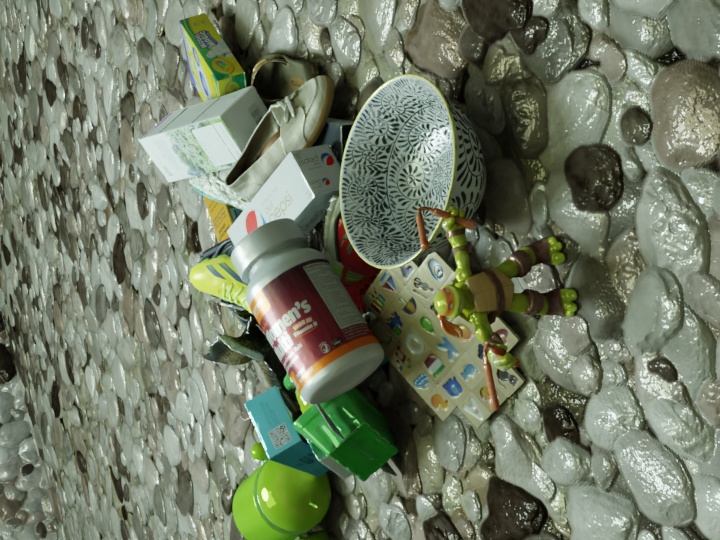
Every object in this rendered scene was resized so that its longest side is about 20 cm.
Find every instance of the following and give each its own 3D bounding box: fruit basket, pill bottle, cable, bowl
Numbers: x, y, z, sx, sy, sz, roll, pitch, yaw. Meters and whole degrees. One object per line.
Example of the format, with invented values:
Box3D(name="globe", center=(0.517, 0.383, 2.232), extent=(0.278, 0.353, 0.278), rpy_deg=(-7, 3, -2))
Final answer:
Box3D(name="fruit basket", center=(-0.048, 0.172, 1.268), extent=(0.200, 0.094, 0.185), rpy_deg=(41, 175, 38))
Box3D(name="pill bottle", center=(-0.066, 0.045, 1.159), extent=(0.201, 0.109, 0.110), rpy_deg=(57, 142, 18))
Box3D(name="cable", center=(-0.153, 0.022, 1.446), extent=(0.199, 0.051, 0.164), rpy_deg=(-22, 105, 46))
Box3D(name="bowl", center=(0.070, -0.097, 1.051), extent=(0.200, 0.094, 0.202), rpy_deg=(-14, 73, 54))

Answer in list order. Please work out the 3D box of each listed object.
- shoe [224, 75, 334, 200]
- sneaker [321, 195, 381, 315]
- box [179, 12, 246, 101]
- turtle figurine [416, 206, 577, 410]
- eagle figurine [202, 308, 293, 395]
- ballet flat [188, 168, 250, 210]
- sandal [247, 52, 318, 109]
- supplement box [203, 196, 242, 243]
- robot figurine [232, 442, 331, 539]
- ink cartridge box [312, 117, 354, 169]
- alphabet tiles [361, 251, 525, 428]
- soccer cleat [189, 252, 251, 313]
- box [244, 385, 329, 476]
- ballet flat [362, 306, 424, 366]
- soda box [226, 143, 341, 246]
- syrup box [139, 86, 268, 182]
Box3D(name="shoe", center=(-0.104, -0.170, 1.272), extent=(0.200, 0.053, 0.070), rpy_deg=(-51, 42, 23))
Box3D(name="sneaker", center=(0.000, 0.000, 1.230), extent=(0.077, 0.084, 0.201), rpy_deg=(-72, -18, -51))
Box3D(name="box", center=(-0.209, -0.279, 1.475), extent=(0.200, 0.048, 0.118), rpy_deg=(54, 159, 39))
Box3D(name="turtle figurine", center=(0.129, 0.029, 0.942), extent=(0.064, 0.160, 0.201), rpy_deg=(-44, 61, 53))
Box3D(name="eagle figurine", center=(-0.137, 0.112, 1.395), extent=(0.152, 0.150, 0.201), rpy_deg=(-111, 26, -46))
Box3D(name="ballet flat", center=(-0.157, -0.117, 1.423), extent=(0.199, 0.072, 0.072), rpy_deg=(27, 124, 24))
Box3D(name="sandal", center=(-0.118, -0.256, 1.361), extent=(0.200, 0.054, 0.081), rpy_deg=(22, 116, 59))
Box3D(name="supplement box", center=(-0.202, -0.122, 1.526), extent=(0.067, 0.068, 0.201), rpy_deg=(-45, 58, 51))
Box3D(name="robot figurine", center=(-0.116, 0.337, 1.459), extent=(0.176, 0.115, 0.200), rpy_deg=(64, 145, 15))
Box3D(name="ink cartridge box", center=(-0.063, -0.154, 1.320), extent=(0.200, 0.039, 0.100), rpy_deg=(19, 115, 56))
Box3D(name="alphabet tiles", center=(0.088, 0.074, 1.101), extent=(0.200, 0.006, 0.167), rpy_deg=(48, 134, 14))
Box3D(name="soccer cleat", center=(-0.130, 0.032, 1.285), extent=(0.065, 0.199, 0.084), rpy_deg=(90, -168, -58))
Box3D(name="box", center=(-0.083, 0.217, 1.324), extent=(0.083, 0.049, 0.200), rpy_deg=(62, -175, 23))
Box3D(name="ballet flat", center=(0.035, 0.068, 1.205), extent=(0.200, 0.068, 0.063), rpy_deg=(-37, 58, 45))
Box3D(name="soda box", center=(-0.096, -0.077, 1.281), extent=(0.200, 0.063, 0.068), rpy_deg=(-44, 71, 48))
Box3D(name="syrup box", center=(-0.215, -0.190, 1.408), extent=(0.199, 0.082, 0.079), rpy_deg=(-5, 126, 45))
